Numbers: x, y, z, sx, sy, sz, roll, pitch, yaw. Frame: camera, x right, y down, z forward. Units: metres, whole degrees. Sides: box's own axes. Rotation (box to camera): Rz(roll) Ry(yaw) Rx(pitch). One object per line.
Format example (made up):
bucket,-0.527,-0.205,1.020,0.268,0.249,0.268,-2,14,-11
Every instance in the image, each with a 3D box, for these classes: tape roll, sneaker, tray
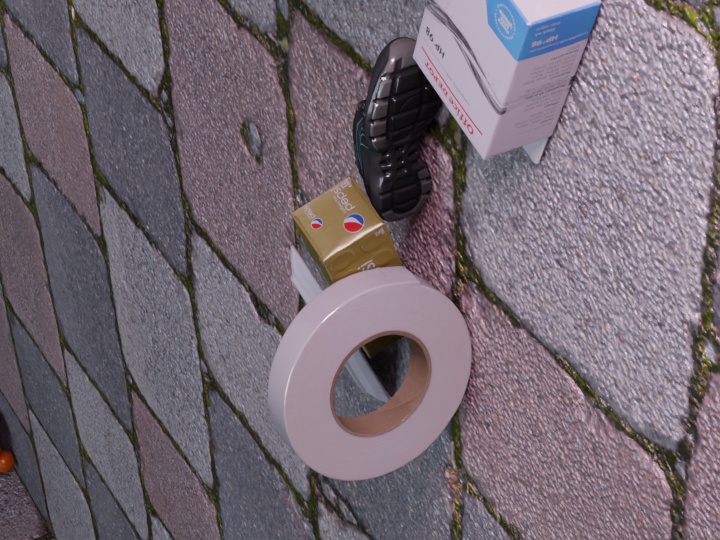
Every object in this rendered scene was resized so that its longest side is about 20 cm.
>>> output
tape roll,0.011,0.096,1.644,0.037,0.202,0.204,40,144,51
sneaker,0.021,-0.132,1.583,0.079,0.075,0.201,55,154,35
tray,-0.025,0.062,1.834,0.108,0.022,0.200,54,176,32

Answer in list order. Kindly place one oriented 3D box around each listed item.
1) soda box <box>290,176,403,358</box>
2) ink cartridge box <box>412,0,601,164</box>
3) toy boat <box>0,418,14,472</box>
soda box,0.000,0.000,1.673,0.064,0.067,0.200,55,175,31
ink cartridge box,0.103,-0.168,1.365,0.116,0.066,0.200,58,155,26
toy boat,-0.832,0.409,4.019,0.130,0.131,0.200,30,139,-6
